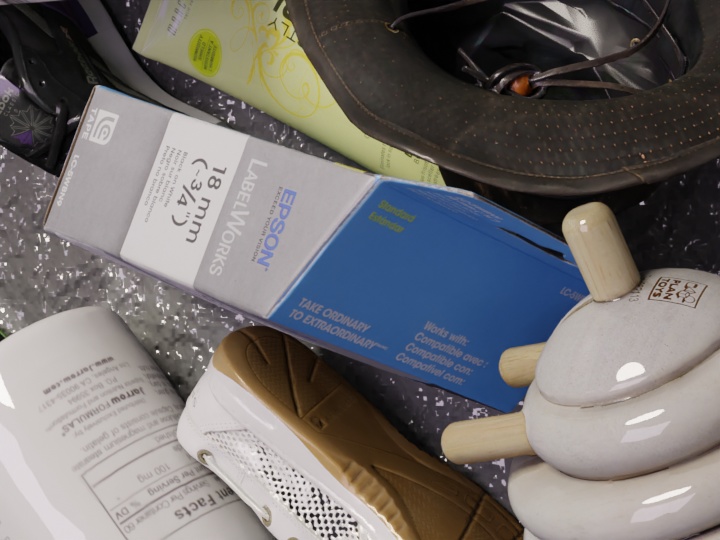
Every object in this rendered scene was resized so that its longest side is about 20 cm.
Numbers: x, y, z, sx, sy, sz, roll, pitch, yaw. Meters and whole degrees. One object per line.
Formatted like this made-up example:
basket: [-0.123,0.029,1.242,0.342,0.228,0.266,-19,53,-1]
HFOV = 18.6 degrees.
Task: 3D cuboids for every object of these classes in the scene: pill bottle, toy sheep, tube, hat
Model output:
pill bottle: [-0.096,0.125,0.941,0.114,0.114,0.200,-45,74,29]
toy sheep: [0.108,0.068,0.737,0.138,0.138,0.200,-14,116,33]
tube: [-0.011,-0.080,0.895,0.200,0.052,0.058,34,70,26]
hat: [0.068,-0.071,0.796,0.200,0.201,0.081,26,140,26]

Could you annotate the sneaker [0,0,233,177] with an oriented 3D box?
sneaker: [-0.122,-0.056,0.943,0.200,0.088,0.076,46,118,18]

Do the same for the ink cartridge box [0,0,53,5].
ink cartridge box: [-0.167,-0.153,0.857,0.200,0.116,0.067,1,77,33]

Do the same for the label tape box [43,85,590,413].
label tape box: [0.000,0.000,0.812,0.200,0.144,0.063,19,87,44]

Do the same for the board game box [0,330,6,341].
board game box: [-0.327,0.061,1.022,0.200,0.200,0.200,44,117,19]

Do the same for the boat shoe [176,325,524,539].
boat shoe: [0.006,0.111,0.899,0.200,0.071,0.069,44,121,13]
